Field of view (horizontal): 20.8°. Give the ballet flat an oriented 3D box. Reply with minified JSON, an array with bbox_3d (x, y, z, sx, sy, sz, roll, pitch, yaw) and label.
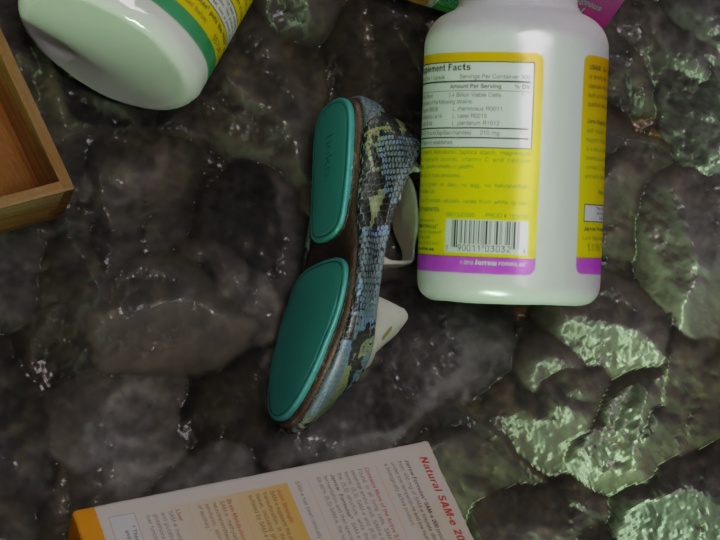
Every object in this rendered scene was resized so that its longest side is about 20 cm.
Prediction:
[{"bbox_3d":[0.000,0.000,1.098,0.074,0.074,0.200,15,73,-14],"label":"ballet flat"}]

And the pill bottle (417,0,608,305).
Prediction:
[{"bbox_3d":[0.086,-0.082,1.100,0.104,0.104,0.200,2,91,-18],"label":"pill bottle"}]

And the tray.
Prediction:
[{"bbox_3d":[-0.238,-0.107,1.042,0.099,0.037,0.200,-17,71,-28],"label":"tray"}]

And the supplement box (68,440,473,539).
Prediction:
[{"bbox_3d":[-0.038,0.172,1.004,0.200,0.074,0.126,-9,50,-20],"label":"supplement box"}]

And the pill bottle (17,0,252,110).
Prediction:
[{"bbox_3d":[-0.097,-0.199,1.096,0.113,0.113,0.200,30,67,-8],"label":"pill bottle"}]

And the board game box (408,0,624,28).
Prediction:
[{"bbox_3d":[0.103,-0.216,1.118,0.153,0.200,0.040,15,55,-13],"label":"board game box"}]
